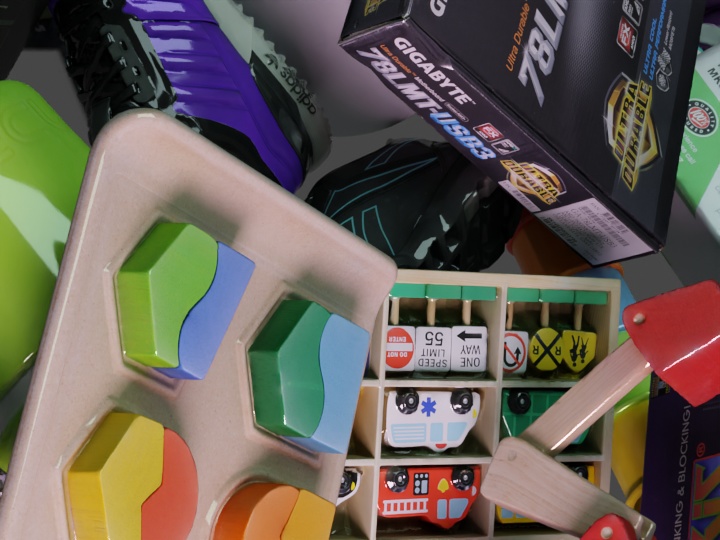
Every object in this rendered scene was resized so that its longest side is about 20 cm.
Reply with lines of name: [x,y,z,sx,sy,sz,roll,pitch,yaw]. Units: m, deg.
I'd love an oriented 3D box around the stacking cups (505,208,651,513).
stacking cups: [0.114,0.027,1.084,0.060,0.061,0.201,-5,56,-36]

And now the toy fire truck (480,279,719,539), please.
toy fire truck: [0.094,0.108,0.910,0.049,0.199,0.141,36,29,-55]

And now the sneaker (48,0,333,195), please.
sneaker: [-0.102,-0.093,1.007,0.200,0.069,0.100,46,53,-16]

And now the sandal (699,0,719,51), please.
sandal: [0.235,-0.111,1.262,0.203,0.083,0.050,47,49,8]

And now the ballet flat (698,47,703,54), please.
ballet flat: [0.113,-0.149,1.230,0.200,0.069,0.069,40,43,1]

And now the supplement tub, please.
supplement tub: [-0.008,-0.182,1.120,0.131,0.132,0.201,24,46,-15]

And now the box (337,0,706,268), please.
box: [0.089,-0.136,1.054,0.198,0.050,0.201,40,51,-35]

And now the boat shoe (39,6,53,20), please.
boat shoe: [-0.192,-0.168,1.034,0.200,0.063,0.073,1,54,-33]

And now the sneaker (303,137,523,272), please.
sneaker: [0.000,0.000,1.034,0.079,0.076,0.200,22,44,28]

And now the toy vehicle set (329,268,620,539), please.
toy vehicle set: [0.028,0.062,0.967,0.199,0.026,0.125,2,91,-32]

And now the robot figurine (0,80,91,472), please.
robot figurine: [-0.138,0.005,0.886,0.200,0.116,0.175,47,51,5]

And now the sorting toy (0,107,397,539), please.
sorting toy: [-0.057,0.062,0.835,0.185,0.036,0.201,32,70,-50]

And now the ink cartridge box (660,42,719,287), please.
ink cartridge box: [0.252,-0.067,1.167,0.199,0.084,0.146,-30,73,-13]

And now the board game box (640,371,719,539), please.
board game box: [0.182,0.126,0.921,0.056,0.165,0.201,15,70,-24]

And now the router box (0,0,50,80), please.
router box: [-0.228,-0.138,0.922,0.199,0.150,0.062,1,54,-34]
